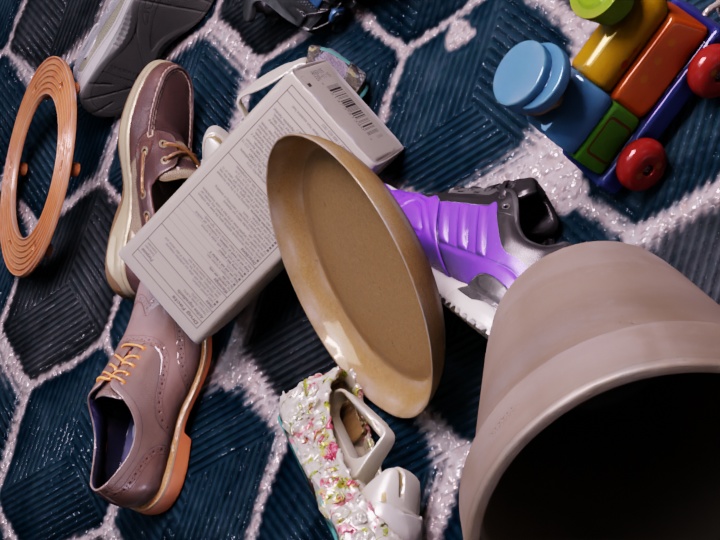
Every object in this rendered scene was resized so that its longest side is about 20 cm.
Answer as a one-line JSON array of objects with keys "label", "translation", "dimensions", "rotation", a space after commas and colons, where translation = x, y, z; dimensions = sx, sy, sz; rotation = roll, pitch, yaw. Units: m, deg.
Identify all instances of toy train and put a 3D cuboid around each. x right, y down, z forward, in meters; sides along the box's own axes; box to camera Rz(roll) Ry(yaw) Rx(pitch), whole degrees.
[{"label": "toy train", "translation": [0.172, -0.154, 0.966], "dimensions": [0.201, 0.115, 0.085], "rotation": [-54, 42, 12]}]

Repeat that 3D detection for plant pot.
[{"label": "plant pot", "translation": [0.000, 0.000, 1.050], "dimensions": [0.027, 0.202, 0.200], "rotation": [-25, 35, -22]}, {"label": "plant pot", "translation": [0.138, 0.079, 0.847], "dimensions": [0.200, 0.199, 0.174], "rotation": [-46, 28, 20]}]

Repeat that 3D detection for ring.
[{"label": "ring", "translation": [-0.289, -0.093, 1.459], "dimensions": [0.200, 0.019, 0.203], "rotation": [-32, 53, 55]}]

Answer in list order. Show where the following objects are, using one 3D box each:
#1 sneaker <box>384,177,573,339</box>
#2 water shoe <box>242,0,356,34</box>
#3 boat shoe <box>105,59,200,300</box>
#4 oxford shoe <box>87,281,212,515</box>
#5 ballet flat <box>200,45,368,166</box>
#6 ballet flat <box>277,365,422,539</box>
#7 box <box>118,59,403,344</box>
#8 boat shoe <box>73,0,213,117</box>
[{"label": "sneaker", "translation": [0.078, -0.023, 1.044], "dimensions": [0.100, 0.069, 0.200], "rotation": [-52, 44, 2]}, {"label": "water shoe", "translation": [-0.020, -0.225, 1.259], "dimensions": [0.199, 0.071, 0.080], "rotation": [12, 107, 47]}, {"label": "boat shoe", "translation": [-0.155, -0.075, 1.314], "dimensions": [0.071, 0.072, 0.202], "rotation": [-2, 73, 37]}, {"label": "oxford shoe", "translation": [-0.163, 0.080, 1.222], "dimensions": [0.071, 0.073, 0.203], "rotation": [-8, 70, 35]}, {"label": "ballet flat", "translation": [-0.081, -0.100, 1.240], "dimensions": [0.200, 0.072, 0.072], "rotation": [-44, 44, 21]}, {"label": "ballet flat", "translation": [0.001, 0.134, 1.035], "dimensions": [0.064, 0.075, 0.201], "rotation": [-43, 47, 12]}, {"label": "box", "translation": [-0.073, -0.050, 1.174], "dimensions": [0.200, 0.078, 0.095], "rotation": [-42, 88, 22]}, {"label": "boat shoe", "translation": [-0.191, -0.230, 1.425], "dimensions": [0.203, 0.074, 0.065], "rotation": [-53, 46, 23]}]
